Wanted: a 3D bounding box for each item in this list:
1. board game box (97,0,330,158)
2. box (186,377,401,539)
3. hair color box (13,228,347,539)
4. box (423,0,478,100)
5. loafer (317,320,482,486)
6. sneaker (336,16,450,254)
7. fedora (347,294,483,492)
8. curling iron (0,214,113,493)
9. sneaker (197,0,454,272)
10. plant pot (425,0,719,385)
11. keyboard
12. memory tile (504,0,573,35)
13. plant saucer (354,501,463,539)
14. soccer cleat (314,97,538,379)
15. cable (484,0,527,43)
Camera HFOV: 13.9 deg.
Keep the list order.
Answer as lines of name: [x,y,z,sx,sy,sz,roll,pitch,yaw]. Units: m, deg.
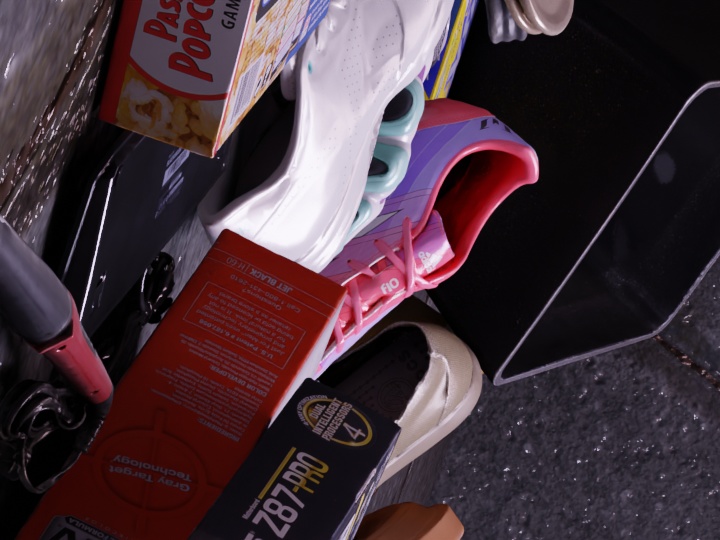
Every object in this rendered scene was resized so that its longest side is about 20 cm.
board game box: [-0.027,-0.159,1.014,0.152,0.046,0.201,-59,166,-63]
box: [-0.059,0.158,1.076,0.201,0.049,0.161,-66,175,28]
hair color box: [-0.078,0.086,1.136,0.200,0.061,0.102,-60,174,-48]
box: [0.017,-0.114,1.470,0.070,0.064,0.201,-3,111,-84]
loafer: [-0.027,0.091,1.479,0.200,0.076,0.068,-44,148,-11]
sneaker: [0.003,-0.090,1.349,0.140,0.077,0.201,64,46,-80]
fedora: [-0.003,0.067,1.615,0.201,0.082,0.201,-45,-178,2]
curling iron: [-0.105,0.023,0.936,0.050,0.025,0.200,-54,167,-18]
sneaker: [-0.018,-0.097,1.229,0.088,0.075,0.201,30,75,-63]
plant pot: [0.109,-0.082,1.576,0.199,0.177,0.201,-12,140,-56]
keyboard: [-0.081,-0.020,1.090,0.200,0.020,0.128,-56,162,-65]
memory tile: [0.076,-0.215,1.298,0.154,0.017,0.201,60,38,-34]
plant saucer: [-0.037,0.178,1.553,0.200,0.032,0.200,-32,-178,1]
soccer cleat: [0.000,0.000,1.365,0.200,0.076,0.067,-48,131,-17]
cable: [0.048,-0.200,1.332,0.097,0.050,0.202,150,-59,-82]
